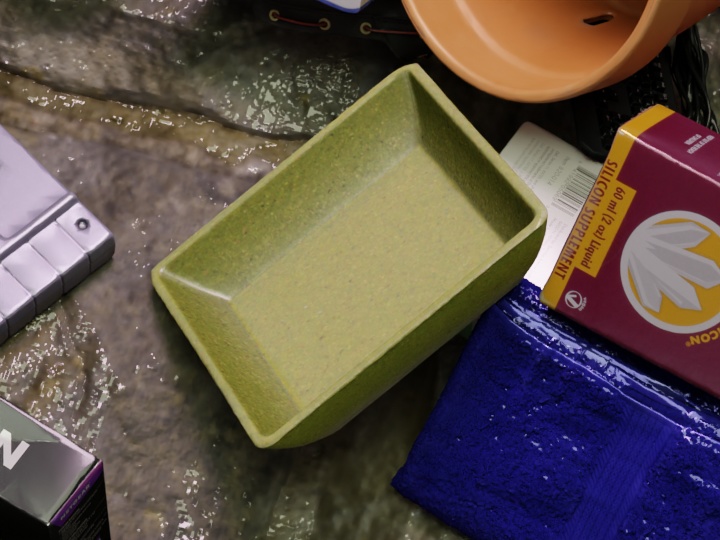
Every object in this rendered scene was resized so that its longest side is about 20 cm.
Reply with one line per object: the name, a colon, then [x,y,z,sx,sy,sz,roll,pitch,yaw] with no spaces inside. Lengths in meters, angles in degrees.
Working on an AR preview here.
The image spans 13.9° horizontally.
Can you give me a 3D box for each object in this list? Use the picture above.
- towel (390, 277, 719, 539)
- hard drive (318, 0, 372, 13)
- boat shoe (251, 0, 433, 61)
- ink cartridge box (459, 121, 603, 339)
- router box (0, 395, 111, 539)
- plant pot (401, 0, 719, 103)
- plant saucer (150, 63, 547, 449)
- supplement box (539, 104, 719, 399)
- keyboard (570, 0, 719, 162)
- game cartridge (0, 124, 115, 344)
towel: [0.129,0.107,1.615,0.200,0.050,0.148,29,102,14]
hard drive: [-0.017,-0.218,1.771,0.132,0.025,0.200,25,31,14]
boat shoe: [0.034,-0.162,1.788,0.201,0.063,0.074,11,29,-6]
ink cartridge box: [0.147,0.017,1.691,0.200,0.067,0.117,31,65,14]
router box: [-0.228,0.098,1.586,0.200,0.149,0.051,31,66,13]
plant pot: [0.132,-0.202,1.679,0.140,0.200,0.200,-14,57,-48]
plant saucer: [0.000,0.000,1.646,0.200,0.048,0.200,-39,37,2]
supplement box: [0.213,0.008,1.584,0.200,0.110,0.086,29,21,13]
keyboard: [0.168,-0.137,1.760,0.104,0.040,0.200,17,46,-26]
game cartridge: [-0.256,-0.043,1.726,0.130,0.038,0.200,-38,70,-24]
